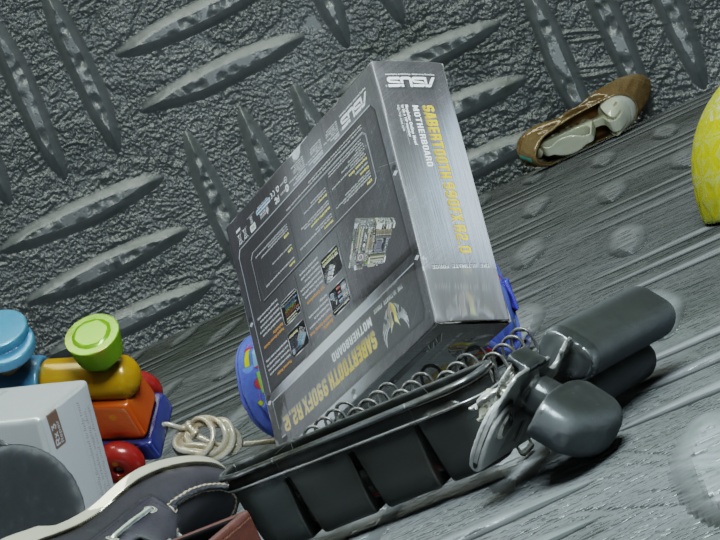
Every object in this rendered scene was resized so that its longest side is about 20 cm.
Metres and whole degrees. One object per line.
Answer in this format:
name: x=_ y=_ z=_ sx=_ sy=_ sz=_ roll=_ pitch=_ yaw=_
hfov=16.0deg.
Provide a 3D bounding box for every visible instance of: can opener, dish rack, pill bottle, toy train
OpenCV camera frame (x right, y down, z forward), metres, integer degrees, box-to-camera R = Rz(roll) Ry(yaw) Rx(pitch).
can opener: x=0.107 y=0.056 z=1.220 sx=0.200 sy=0.066 sz=0.053 roll=-29 pitch=-35 yaw=-62
dish rack: x=0.032 y=0.078 z=1.312 sx=0.153 sy=0.055 sz=0.200 roll=-22 pitch=4 yaw=23
pill bottle: x=-0.247 y=0.159 z=1.529 sx=0.112 sy=0.112 sz=0.200 roll=-27 pitch=5 yaw=-35
toy train: x=-0.162 y=0.076 z=1.715 sx=0.199 sy=0.116 sz=0.085 roll=-3 pitch=42 yaw=12

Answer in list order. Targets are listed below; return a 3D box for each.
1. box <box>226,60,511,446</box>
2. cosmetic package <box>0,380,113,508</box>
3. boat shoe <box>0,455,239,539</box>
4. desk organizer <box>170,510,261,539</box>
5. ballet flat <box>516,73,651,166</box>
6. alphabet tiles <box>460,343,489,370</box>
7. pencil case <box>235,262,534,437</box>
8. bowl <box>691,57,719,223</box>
box: x=0.000 y=0.000 z=1.422 sx=0.048 sy=0.159 sz=0.200 roll=-1 pitch=-26 yaw=-29
cosmetic package: x=-0.266 y=0.137 z=1.681 sx=0.199 sy=0.102 sz=0.074 roll=-6 pitch=17 yaw=24
boat shoe: x=-0.125 y=0.158 z=1.353 sx=0.063 sy=0.073 sz=0.200 roll=31 pitch=32 yaw=30
desk organizer: x=-0.116 y=0.161 z=0.919 sx=0.199 sy=0.077 sz=0.072 roll=-23 pitch=4 yaw=24
ballet flat: x=0.296 y=-0.187 z=3.302 sx=0.199 sy=0.068 sz=0.072 roll=-25 pitch=24 yaw=-4
alphabet tiles: x=0.018 y=0.006 z=1.524 sx=0.008 sy=0.168 sz=0.200 roll=-27 pitch=4 yaw=-19
pencil case: x=0.015 y=0.046 z=1.669 sx=0.200 sy=0.078 sz=0.087 roll=-23 pitch=-12 yaw=31
bowl: x=0.318 y=-0.122 z=1.853 sx=0.200 sy=0.108 sz=0.200 roll=-25 pitch=3 yaw=2
